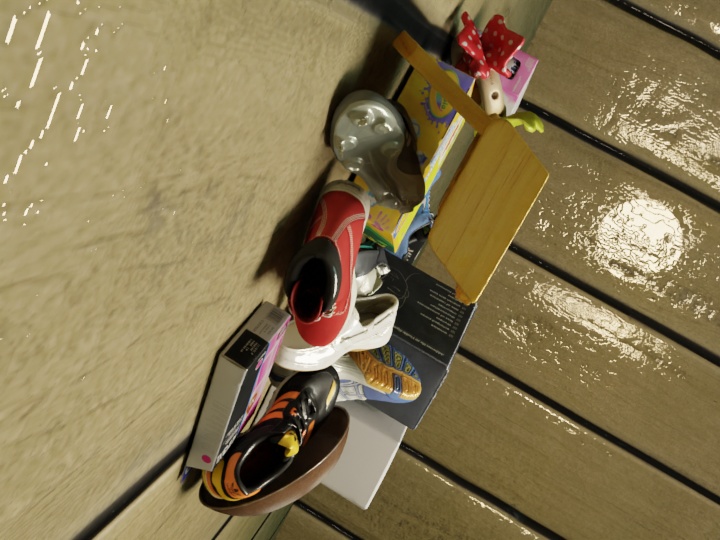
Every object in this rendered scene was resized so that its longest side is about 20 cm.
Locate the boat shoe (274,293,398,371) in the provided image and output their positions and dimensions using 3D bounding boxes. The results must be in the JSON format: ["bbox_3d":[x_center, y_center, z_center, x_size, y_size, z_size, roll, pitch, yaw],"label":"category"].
[{"bbox_3d":[-0.030,0.061,0.932,0.198,0.071,0.070,-14,136,-47],"label":"boat shoe"}]

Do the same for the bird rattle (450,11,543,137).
[{"bbox_3d":[0.155,-0.250,1.049,0.112,0.201,0.164,-30,-146,0],"label":"bird rattle"}]

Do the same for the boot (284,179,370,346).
[{"bbox_3d":[-0.046,0.030,0.773,0.145,0.071,0.202,-70,175,-49],"label":"boot"}]

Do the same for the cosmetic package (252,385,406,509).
[{"bbox_3d":[-0.031,0.216,1.179,0.124,0.198,0.199,-62,174,16],"label":"cosmetic package"}]

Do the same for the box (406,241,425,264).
[{"bbox_3d":[0.036,0.020,1.399,0.161,0.043,0.200,-58,-176,-30],"label":"box"}]

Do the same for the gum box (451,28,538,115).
[{"bbox_3d":[0.200,-0.294,1.236,0.067,0.112,0.200,-60,174,-6],"label":"gum box"}]

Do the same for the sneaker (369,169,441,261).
[{"bbox_3d":[0.090,-0.093,1.320,0.201,0.088,0.079,-59,174,-25],"label":"sneaker"}]

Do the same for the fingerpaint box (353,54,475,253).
[{"bbox_3d":[0.057,-0.135,0.958,0.202,0.073,0.167,-62,174,-3],"label":"fingerpaint box"}]

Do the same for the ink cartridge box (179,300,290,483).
[{"bbox_3d":[-0.129,0.132,0.801,0.095,0.037,0.202,-54,172,-53],"label":"ink cartridge box"}]

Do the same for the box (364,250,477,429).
[{"bbox_3d":[0.041,0.086,1.137,0.125,0.198,0.197,-64,172,28],"label":"box"}]

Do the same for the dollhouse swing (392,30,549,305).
[{"bbox_3d":[0.075,-0.101,0.761,0.184,0.174,0.200,-61,180,15],"label":"dollhouse swing"}]

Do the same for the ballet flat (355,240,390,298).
[{"bbox_3d":[0.000,0.000,1.008,0.074,0.072,0.200,-62,171,11],"label":"ballet flat"}]

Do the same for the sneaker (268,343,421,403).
[{"bbox_3d":[-0.021,0.131,0.999,0.076,0.197,0.089,-88,-156,-49],"label":"sneaker"}]

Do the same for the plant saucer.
[{"bbox_3d":[-0.095,0.229,0.932,0.198,0.037,0.201,-26,-167,6],"label":"plant saucer"}]

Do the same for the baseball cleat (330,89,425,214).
[{"bbox_3d":[0.014,-0.130,0.743,0.200,0.069,0.108,59,22,-65],"label":"baseball cleat"}]

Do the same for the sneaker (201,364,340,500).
[{"bbox_3d":[-0.079,0.178,0.865,0.200,0.071,0.090,-41,-164,-29],"label":"sneaker"}]
